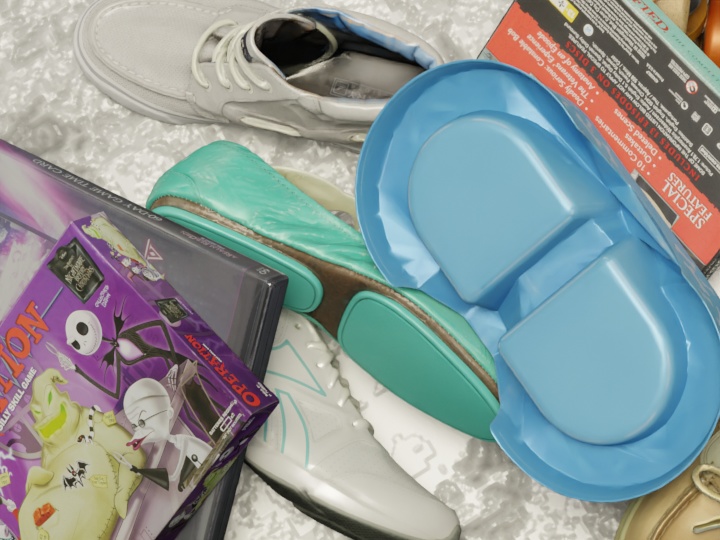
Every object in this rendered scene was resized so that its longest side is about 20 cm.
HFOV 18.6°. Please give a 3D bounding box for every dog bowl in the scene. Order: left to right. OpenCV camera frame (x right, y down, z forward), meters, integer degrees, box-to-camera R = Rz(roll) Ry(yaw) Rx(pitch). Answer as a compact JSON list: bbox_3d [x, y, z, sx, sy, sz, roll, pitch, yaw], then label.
[{"bbox_3d":[0.082,0.002,0.933,0.111,0.050,0.200,-41,75,25],"label":"dog bowl"}]

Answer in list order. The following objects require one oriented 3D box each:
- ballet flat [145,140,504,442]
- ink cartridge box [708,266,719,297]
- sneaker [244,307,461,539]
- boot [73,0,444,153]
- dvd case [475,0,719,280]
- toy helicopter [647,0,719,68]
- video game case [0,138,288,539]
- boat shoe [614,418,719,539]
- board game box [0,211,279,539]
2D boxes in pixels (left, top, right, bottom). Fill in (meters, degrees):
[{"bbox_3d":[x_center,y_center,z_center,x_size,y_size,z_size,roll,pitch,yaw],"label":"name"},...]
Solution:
[{"bbox_3d":[0.000,0.000,0.996,0.200,0.067,0.071,31,58,1],"label":"ballet flat"},{"bbox_3d":[0.221,-0.013,1.009,0.200,0.068,0.116,-35,77,-3],"label":"ink cartridge box"},{"bbox_3d":[-0.032,0.061,1.018,0.200,0.070,0.080,33,77,13],"label":"sneaker"},{"bbox_3d":[-0.048,-0.105,1.042,0.199,0.096,0.074,12,79,8],"label":"boot"},{"bbox_3d":[0.090,-0.030,0.977,0.146,0.022,0.200,48,128,19],"label":"dvd case"},{"bbox_3d":[0.145,-0.177,1.006,0.079,0.132,0.201,7,92,7],"label":"toy helicopter"},{"bbox_3d":[-0.133,0.029,1.001,0.199,0.019,0.143,25,114,24],"label":"video game case"},{"bbox_3d":[0.194,0.079,0.931,0.200,0.063,0.073,-39,100,-2],"label":"boat shoe"},{"bbox_3d":[-0.133,0.086,0.989,0.120,0.032,0.200,47,120,17],"label":"board game box"}]
